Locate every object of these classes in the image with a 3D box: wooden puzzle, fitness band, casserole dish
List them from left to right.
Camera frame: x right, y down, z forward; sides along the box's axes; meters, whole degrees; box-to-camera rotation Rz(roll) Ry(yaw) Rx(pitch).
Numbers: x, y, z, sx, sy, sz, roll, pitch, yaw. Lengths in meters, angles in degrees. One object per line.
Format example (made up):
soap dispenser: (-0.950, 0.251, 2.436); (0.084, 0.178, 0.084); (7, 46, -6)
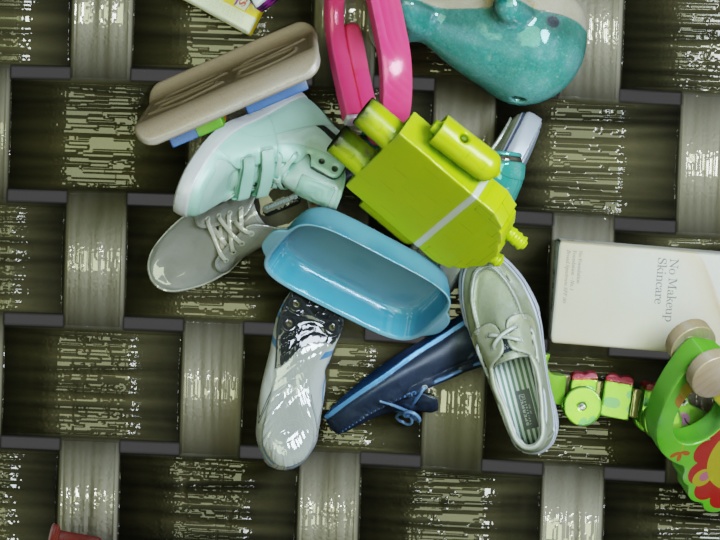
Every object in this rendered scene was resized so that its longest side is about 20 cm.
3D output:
wooden puzzle: (-0.120, -0.172, 1.646); (0.184, 0.200, 0.047); (-23, 107, 4)
casserole dish: (0.000, 0.000, 1.666); (0.199, 0.121, 0.039); (26, 54, -13)
fitness band: (0.005, -0.217, 1.636); (0.037, 0.144, 0.202); (-7, 70, -17)

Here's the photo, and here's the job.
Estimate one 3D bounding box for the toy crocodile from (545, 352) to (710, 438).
toy crocodile: (0.259, 0.127, 1.696); (0.198, 0.068, 0.062); (11, 93, 3)

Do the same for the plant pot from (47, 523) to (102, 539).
plant pot: (-0.213, 0.356, 1.676); (0.193, 0.201, 0.203); (5, 92, -6)

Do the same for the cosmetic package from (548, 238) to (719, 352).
cosmetic package: (0.288, 0.027, 1.690); (0.198, 0.073, 0.105); (4, 93, 4)

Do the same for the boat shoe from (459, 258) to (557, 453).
boat shoe: (0.146, 0.076, 1.639); (0.071, 0.062, 0.202); (-19, 85, 6)

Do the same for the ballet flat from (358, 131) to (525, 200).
ballet flat: (0.069, -0.090, 1.660); (0.199, 0.067, 0.071); (12, 94, 38)

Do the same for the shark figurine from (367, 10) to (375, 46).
shark figurine: (0.072, -0.284, 1.683); (0.212, 0.089, 0.130); (-2, 93, 5)

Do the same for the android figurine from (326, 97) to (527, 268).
android figurine: (0.066, -0.074, 1.590); (0.199, 0.182, 0.041); (37, 58, -6)

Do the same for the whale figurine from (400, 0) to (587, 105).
whale figurine: (0.119, -0.217, 1.645); (0.198, 0.159, 0.105); (6, 77, -15)

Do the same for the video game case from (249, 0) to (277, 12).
video game case: (-0.073, -0.385, 1.680); (0.199, 0.036, 0.182); (-37, 85, 5)

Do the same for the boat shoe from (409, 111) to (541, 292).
boat shoe: (0.110, -0.074, 1.696); (0.062, 0.072, 0.201); (30, 94, 6)

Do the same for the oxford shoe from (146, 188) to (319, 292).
oxford shoe: (-0.128, -0.042, 1.715); (0.199, 0.058, 0.076); (-27, 92, 5)

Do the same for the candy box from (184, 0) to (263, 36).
candy box: (-0.109, -0.348, 1.717); (0.102, 0.026, 0.201); (28, 93, 1)

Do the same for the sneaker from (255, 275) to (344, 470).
sneaker: (-0.065, 0.100, 1.716); (0.071, 0.072, 0.202); (15, 78, -13)

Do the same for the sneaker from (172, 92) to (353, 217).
sneaker: (-0.081, -0.092, 1.637); (0.118, 0.074, 0.200); (38, 52, 17)

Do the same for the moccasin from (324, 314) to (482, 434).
moccasin: (0.059, 0.113, 1.701); (0.199, 0.080, 0.069); (-32, 95, 4)

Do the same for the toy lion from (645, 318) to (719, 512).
toy lion: (0.358, 0.149, 1.648); (0.198, 0.069, 0.193); (8, 121, -25)
